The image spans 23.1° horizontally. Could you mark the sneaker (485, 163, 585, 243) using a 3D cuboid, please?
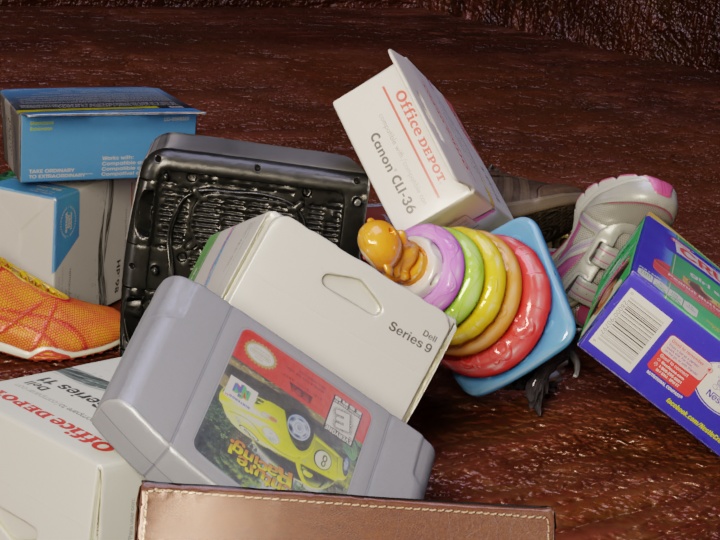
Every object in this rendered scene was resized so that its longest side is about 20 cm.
[{"bbox_3d":[0.116,-0.063,1.493,0.199,0.070,0.076,-8,62,-41],"label":"sneaker"}]

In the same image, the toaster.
[{"bbox_3d":[-0.098,-0.003,1.340,0.198,0.183,0.119,6,12,-7],"label":"toaster"}]

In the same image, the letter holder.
[{"bbox_3d":[-0.012,0.186,0.848,0.198,0.144,0.101,4,-17,-5],"label":"letter holder"}]

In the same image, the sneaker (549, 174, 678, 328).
[{"bbox_3d":[0.202,0.002,1.483,0.081,0.200,0.089,17,44,-20],"label":"sneaker"}]

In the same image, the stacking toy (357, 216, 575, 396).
[{"bbox_3d":[0.056,0.007,1.249,0.109,0.117,0.199,-31,-30,23],"label":"stacking toy"}]

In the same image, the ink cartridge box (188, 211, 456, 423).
[{"bbox_3d":[-0.039,0.037,1.182,0.144,0.088,0.200,30,-12,-12],"label":"ink cartridge box"}]

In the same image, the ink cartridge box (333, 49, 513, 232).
[{"bbox_3d":[0.045,-0.083,1.320,0.067,0.117,0.200,-30,-15,10],"label":"ink cartridge box"}]

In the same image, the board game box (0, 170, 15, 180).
[{"bbox_3d":[-0.357,-0.069,1.805,0.104,0.024,0.200,6,14,11],"label":"board game box"}]

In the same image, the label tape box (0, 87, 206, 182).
[{"bbox_3d":[-0.214,-0.109,1.438,0.143,0.064,0.200,-3,12,-16],"label":"label tape box"}]

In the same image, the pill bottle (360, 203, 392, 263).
[{"bbox_3d":[0.000,0.000,1.501,0.198,0.113,0.112,-5,18,-33],"label":"pill bottle"}]

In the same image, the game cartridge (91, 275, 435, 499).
[{"bbox_3d":[-0.051,0.101,1.002,0.199,0.041,0.134,34,42,-12],"label":"game cartridge"}]

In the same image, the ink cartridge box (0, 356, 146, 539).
[{"bbox_3d":[-0.130,0.114,1.067,0.146,0.084,0.199,19,19,39],"label":"ink cartridge box"}]

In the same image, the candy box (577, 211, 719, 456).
[{"bbox_3d":[0.257,0.054,1.335,0.169,0.077,0.200,38,17,1],"label":"candy box"}]

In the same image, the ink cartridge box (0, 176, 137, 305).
[{"bbox_3d":[-0.242,-0.029,1.506,0.066,0.117,0.200,9,15,17],"label":"ink cartridge box"}]

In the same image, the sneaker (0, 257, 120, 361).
[{"bbox_3d":[-0.270,0.024,1.360,0.198,0.078,0.073,10,10,-28],"label":"sneaker"}]

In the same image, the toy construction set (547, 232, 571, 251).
[{"bbox_3d":[0.219,-0.026,1.727,0.198,0.093,0.131,19,-7,17],"label":"toy construction set"}]

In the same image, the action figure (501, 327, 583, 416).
[{"bbox_3d":[0.119,0.041,1.393,0.101,0.120,0.199,-14,18,-40],"label":"action figure"}]
